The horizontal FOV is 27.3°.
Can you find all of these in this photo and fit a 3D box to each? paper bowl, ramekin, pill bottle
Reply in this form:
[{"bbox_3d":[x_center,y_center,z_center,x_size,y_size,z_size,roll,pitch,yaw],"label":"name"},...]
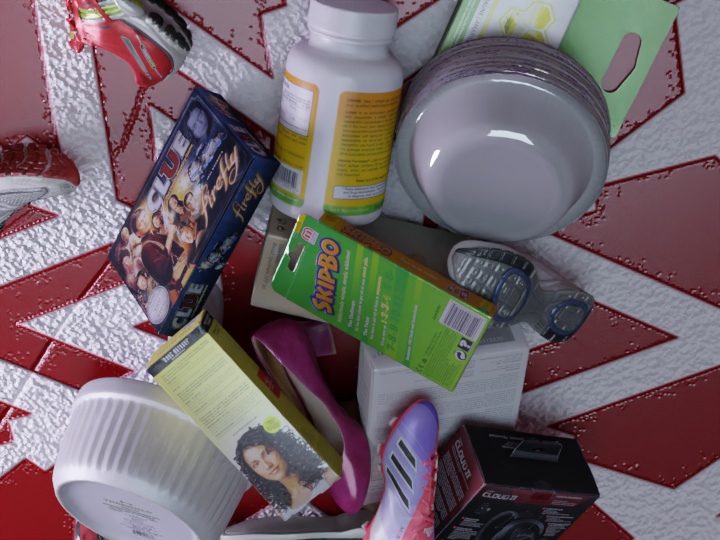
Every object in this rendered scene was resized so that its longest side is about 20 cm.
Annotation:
[{"bbox_3d":[0.131,-0.107,1.372,0.199,0.105,0.201,6,133,6],"label":"paper bowl"},{"bbox_3d":[-0.210,0.204,1.475,0.199,0.105,0.201,15,148,10],"label":"ramekin"},{"bbox_3d":[-0.020,-0.152,1.385,0.110,0.111,0.201,8,111,-3],"label":"pill bottle"}]

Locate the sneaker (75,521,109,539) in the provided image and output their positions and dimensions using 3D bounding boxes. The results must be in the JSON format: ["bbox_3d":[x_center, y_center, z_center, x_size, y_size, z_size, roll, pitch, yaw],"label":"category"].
[{"bbox_3d":[-0.225,0.338,1.599,0.097,0.071,0.201,-23,109,11],"label":"sneaker"}]

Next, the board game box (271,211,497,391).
[{"bbox_3d":[0.019,0.025,1.369,0.199,0.030,0.096,28,123,3],"label":"board game box"}]

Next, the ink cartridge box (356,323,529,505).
[{"bbox_3d":[0.077,0.142,1.483,0.160,0.050,0.201,-7,135,-12],"label":"ink cartridge box"}]

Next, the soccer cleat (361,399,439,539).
[{"bbox_3d":[0.050,0.219,1.434,0.076,0.067,0.201,31,118,33],"label":"soccer cleat"}]

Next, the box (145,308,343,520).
[{"bbox_3d":[-0.107,0.136,1.392,0.075,0.050,0.200,-40,100,13],"label":"box"}]

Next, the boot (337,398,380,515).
[{"bbox_3d":[0.014,0.145,1.522,0.155,0.077,0.200,-41,103,12],"label":"boot"}]

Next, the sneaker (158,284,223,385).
[{"bbox_3d":[-0.173,0.122,1.492,0.073,0.116,0.201,2,113,-3],"label":"sneaker"}]

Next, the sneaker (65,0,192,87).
[{"bbox_3d":[-0.251,-0.244,1.370,0.200,0.077,0.085,41,111,-14],"label":"sneaker"}]

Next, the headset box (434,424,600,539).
[{"bbox_3d":[0.132,0.238,1.502,0.148,0.077,0.200,9,133,-31],"label":"headset box"}]

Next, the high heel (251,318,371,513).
[{"bbox_3d":[-0.050,0.144,1.434,0.067,0.096,0.201,-9,91,41],"label":"high heel"}]

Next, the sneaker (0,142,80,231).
[{"bbox_3d":[-0.363,-0.069,1.444,0.199,0.078,0.083,-11,116,14],"label":"sneaker"}]

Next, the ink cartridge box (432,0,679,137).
[{"bbox_3d":[0.185,-0.219,1.395,0.199,0.048,0.146,23,110,-7],"label":"ink cartridge box"}]

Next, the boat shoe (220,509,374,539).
[{"bbox_3d":[-0.050,0.295,1.585,0.199,0.075,0.062,-3,101,-9],"label":"boat shoe"}]

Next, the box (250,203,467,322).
[{"bbox_3d":[0.000,0.000,1.454,0.199,0.078,0.095,12,126,-4],"label":"box"}]

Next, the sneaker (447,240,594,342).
[{"bbox_3d":[0.140,0.012,1.424,0.200,0.087,0.075,26,105,-48],"label":"sneaker"}]

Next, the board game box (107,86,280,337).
[{"bbox_3d":[-0.163,-0.055,1.413,0.034,0.136,0.201,13,115,-41],"label":"board game box"}]
